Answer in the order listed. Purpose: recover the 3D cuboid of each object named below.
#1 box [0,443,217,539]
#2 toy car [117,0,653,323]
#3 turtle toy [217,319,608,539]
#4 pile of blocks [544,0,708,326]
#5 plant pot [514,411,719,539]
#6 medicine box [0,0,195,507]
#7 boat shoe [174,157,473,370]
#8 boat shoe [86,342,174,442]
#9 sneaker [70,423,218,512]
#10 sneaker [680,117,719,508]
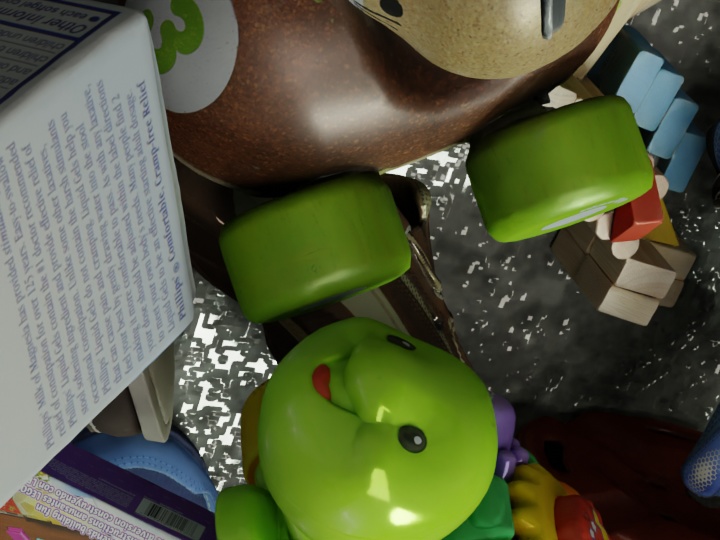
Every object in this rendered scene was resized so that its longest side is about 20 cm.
[{"bbox_3d":[-0.159,0.100,0.767,0.199,0.039,0.138,26,102,0],"label":"box"},{"bbox_3d":[0.013,-0.091,0.654,0.157,0.200,0.166,-18,86,-11],"label":"toy car"},{"bbox_3d":[0.020,0.091,0.738,0.100,0.147,0.200,-22,138,17],"label":"turtle toy"},{"bbox_3d":[0.085,-0.058,0.821,0.082,0.062,0.201,-32,126,-1],"label":"pile of blocks"},{"bbox_3d":[0.098,0.170,0.897,0.199,0.201,0.197,9,107,-26],"label":"plant pot"},{"bbox_3d":[-0.175,0.004,0.633,0.200,0.181,0.104,-46,139,-41],"label":"medicine box"},{"bbox_3d":[0.005,0.002,0.821,0.075,0.074,0.203,-57,141,-17],"label":"boat shoe"},{"bbox_3d":[-0.103,-0.023,0.765,0.059,0.072,0.201,-10,130,5],"label":"boat shoe"},{"bbox_3d":[-0.072,0.141,0.867,0.073,0.082,0.201,-15,123,-10],"label":"sneaker"},{"bbox_3d":[0.156,-0.012,0.851,0.089,0.079,0.201,25,91,13],"label":"sneaker"}]
